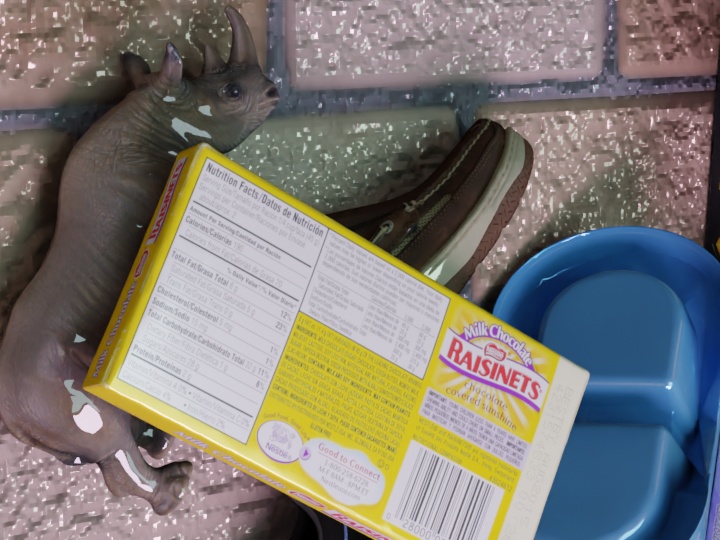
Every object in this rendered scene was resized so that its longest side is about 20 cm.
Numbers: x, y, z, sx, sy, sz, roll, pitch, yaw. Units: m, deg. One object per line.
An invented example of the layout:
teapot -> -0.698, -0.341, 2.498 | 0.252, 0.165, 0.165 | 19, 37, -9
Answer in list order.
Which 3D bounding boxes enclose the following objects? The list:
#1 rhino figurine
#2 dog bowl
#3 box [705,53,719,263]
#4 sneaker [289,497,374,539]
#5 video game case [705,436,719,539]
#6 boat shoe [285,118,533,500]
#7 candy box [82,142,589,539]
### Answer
rhino figurine -> -0.082, -0.013, 0.889 | 0.087, 0.060, 0.201 | 24, 78, -24
dog bowl -> 0.108, 0.072, 1.001 | 0.050, 0.111, 0.201 | 69, 28, -46
box -> 0.250, -0.082, 1.153 | 0.159, 0.049, 0.201 | 1, 96, -37
sneaker -> -0.025, 0.180, 0.965 | 0.077, 0.070, 0.201 | 16, 92, -17
video game case -> 0.245, 0.097, 1.128 | 0.181, 0.045, 0.201 | -31, 138, -32
boat shoe -> 0.002, -0.003, 0.952 | 0.075, 0.075, 0.203 | 38, 55, -4
candy box -> -0.004, 0.043, 0.882 | 0.199, 0.026, 0.103 | 31, 68, -25
